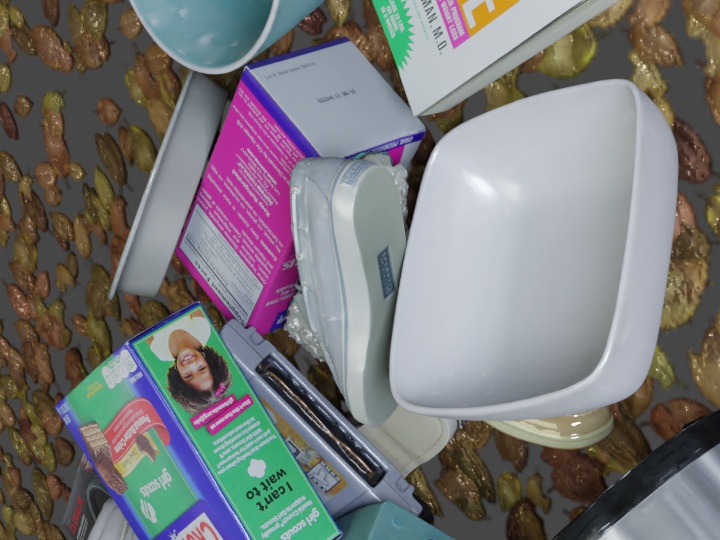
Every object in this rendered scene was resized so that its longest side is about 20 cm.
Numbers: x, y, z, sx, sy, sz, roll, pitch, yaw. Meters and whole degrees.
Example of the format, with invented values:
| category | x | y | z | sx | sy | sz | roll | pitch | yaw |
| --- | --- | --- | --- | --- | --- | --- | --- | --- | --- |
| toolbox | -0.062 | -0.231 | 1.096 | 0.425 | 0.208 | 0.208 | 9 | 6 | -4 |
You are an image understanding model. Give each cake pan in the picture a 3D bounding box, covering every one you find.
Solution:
| category | x | y | z | sx | sy | sz | roll | pitch | yaw |
| --- | --- | --- | --- | --- | --- | --- | --- | --- | --- |
| cake pan | -0.149 | -0.067 | 1.162 | 0.036 | 0.201 | 0.201 | 19 | 134 | -8 |

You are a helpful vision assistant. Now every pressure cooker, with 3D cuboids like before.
| category | x | y | z | sx | sy | sz | roll | pitch | yaw |
| --- | --- | --- | --- | --- | --- | --- | --- | --- | --- |
| pressure cooker | 0.216 | 0.201 | 0.834 | 0.179 | 0.175 | 0.200 | -48 | 68 | 23 |

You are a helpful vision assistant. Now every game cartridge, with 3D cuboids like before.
| category | x | y | z | sx | sy | sz | roll | pitch | yaw |
| --- | --- | --- | --- | --- | --- | --- | --- | --- | --- |
| game cartridge | -0.055 | 0.138 | 1.127 | 0.200 | 0.042 | 0.133 | 44 | 138 | 1 |

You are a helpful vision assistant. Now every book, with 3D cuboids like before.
| category | x | y | z | sx | sy | sz | roll | pitch | yaw |
| --- | --- | --- | --- | --- | --- | --- | --- | --- | --- |
| book | 0.079 | -0.197 | 0.925 | 0.200 | 0.048 | 0.135 | -29 | 80 | 53 |

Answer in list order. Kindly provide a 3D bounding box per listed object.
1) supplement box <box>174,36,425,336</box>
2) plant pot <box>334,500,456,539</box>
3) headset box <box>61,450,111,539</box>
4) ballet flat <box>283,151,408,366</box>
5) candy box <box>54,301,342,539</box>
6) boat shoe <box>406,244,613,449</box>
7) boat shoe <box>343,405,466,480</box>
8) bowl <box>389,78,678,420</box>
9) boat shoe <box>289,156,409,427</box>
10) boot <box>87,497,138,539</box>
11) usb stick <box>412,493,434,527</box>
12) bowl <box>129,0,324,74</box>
| category | x | y | z | sx | sy | sz | roll | pitch | yaw |
| --- | --- | --- | --- | --- | --- | --- | --- | --- | --- |
| supplement box | -0.049 | -0.057 | 1.089 | 0.104 | 0.101 | 0.201 | 50 | 139 | 20 |
| plant pot | 0.002 | 0.268 | 1.075 | 0.141 | 0.142 | 0.200 | 30 | 134 | -2 |
| headset box | -0.192 | 0.235 | 1.354 | 0.200 | 0.077 | 0.149 | 48 | 136 | 23 |
| ballet flat | 0.000 | 0.000 | 1.050 | 0.072 | 0.071 | 0.201 | 50 | 145 | 22 |
| candy box | -0.124 | 0.146 | 1.094 | 0.201 | 0.077 | 0.169 | 56 | 145 | 2 |
| boat shoe | 0.090 | 0.049 | 0.994 | 0.200 | 0.073 | 0.063 | 35 | 133 | 37 |
| boat shoe | 0.022 | 0.121 | 1.119 | 0.072 | 0.060 | 0.200 | 45 | 142 | -2 |
| bowl | 0.112 | -0.001 | 0.896 | 0.199 | 0.074 | 0.201 | -11 | 62 | 50 |
| boat shoe | -0.009 | 0.012 | 0.983 | 0.071 | 0.070 | 0.202 | 18 | 130 | 32 |
| boot | -0.197 | 0.293 | 1.244 | 0.095 | 0.073 | 0.202 | 7 | 81 | 36 |
| usb stick | 0.028 | 0.266 | 1.200 | 0.055 | 0.032 | 0.201 | 38 | 133 | 42 |
| bowl | -0.082 | -0.249 | 1.038 | 0.200 | 0.105 | 0.202 | 25 | 125 | 41 |
